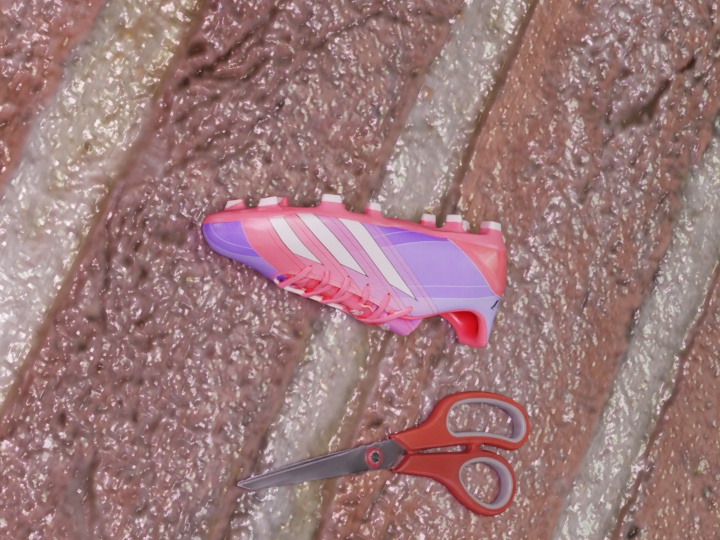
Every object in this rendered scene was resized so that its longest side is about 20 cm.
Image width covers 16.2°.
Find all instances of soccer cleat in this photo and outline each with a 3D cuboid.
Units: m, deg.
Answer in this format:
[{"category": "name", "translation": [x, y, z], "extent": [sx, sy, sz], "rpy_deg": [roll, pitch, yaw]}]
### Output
[{"category": "soccer cleat", "translation": [0.000, 0.000, 1.435], "extent": [0.199, 0.067, 0.077], "rpy_deg": [6, 86, -35]}]

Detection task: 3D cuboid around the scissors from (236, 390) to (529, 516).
[{"category": "scissors", "translation": [0.016, 0.100, 1.464], "extent": [0.199, 0.014, 0.074], "rpy_deg": [8, 83, -31]}]
